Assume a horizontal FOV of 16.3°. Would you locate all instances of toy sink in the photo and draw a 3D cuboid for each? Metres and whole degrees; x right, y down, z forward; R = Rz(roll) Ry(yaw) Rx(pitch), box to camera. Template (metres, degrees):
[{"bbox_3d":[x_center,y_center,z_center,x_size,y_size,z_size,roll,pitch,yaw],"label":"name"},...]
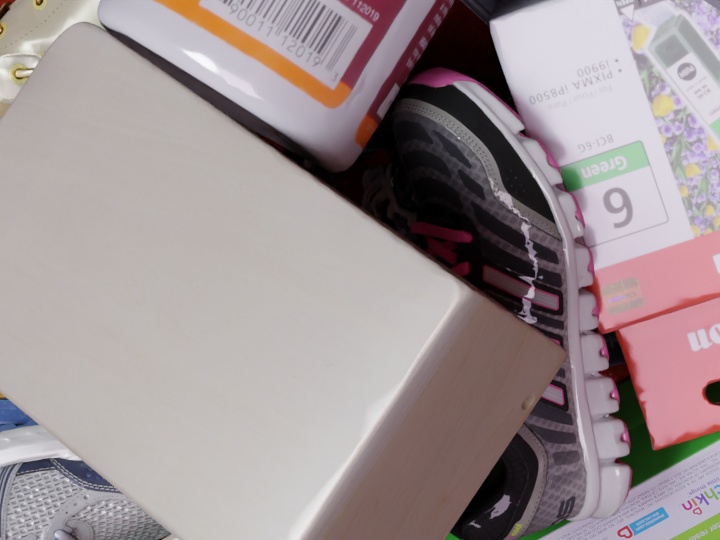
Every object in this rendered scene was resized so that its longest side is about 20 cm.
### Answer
[{"bbox_3d":[-0.047,0.021,0.929,0.200,0.112,0.131,34,92,27],"label":"toy sink"}]

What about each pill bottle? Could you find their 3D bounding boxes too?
[{"bbox_3d":[-0.001,-0.149,0.940,0.114,0.114,0.200,32,88,-14],"label":"pill bottle"}]

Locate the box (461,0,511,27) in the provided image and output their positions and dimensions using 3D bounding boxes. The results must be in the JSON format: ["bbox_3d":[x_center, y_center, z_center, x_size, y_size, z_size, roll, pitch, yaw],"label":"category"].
[{"bbox_3d":[0.140,-0.155,1.012,0.160,0.044,0.200,42,110,-17],"label":"box"}]

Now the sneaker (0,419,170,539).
[{"bbox_3d":[-0.162,0.119,0.989,0.199,0.085,0.077,-9,145,-10],"label":"sneaker"}]

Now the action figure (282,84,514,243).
[{"bbox_3d":[0.000,0.000,1.060,0.200,0.102,0.119,-41,91,22],"label":"action figure"}]

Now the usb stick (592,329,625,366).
[{"bbox_3d":[0.134,0.011,1.102,0.199,0.033,0.056,-14,122,8],"label":"usb stick"}]

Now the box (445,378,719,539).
[{"bbox_3d":[0.128,0.158,1.139,0.200,0.097,0.177,-31,112,16],"label":"box"}]

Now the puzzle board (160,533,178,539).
[{"bbox_3d":[-0.113,0.145,1.051,0.199,0.151,0.017,-30,83,3],"label":"puzzle board"}]

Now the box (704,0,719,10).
[{"bbox_3d":[0.183,-0.185,0.929,0.158,0.048,0.201,29,87,-17],"label":"box"}]

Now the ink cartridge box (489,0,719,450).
[{"bbox_3d":[0.134,-0.027,1.002,0.108,0.050,0.201,-18,102,10],"label":"ink cartridge box"}]

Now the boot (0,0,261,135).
[{"bbox_3d":[-0.120,-0.129,1.016,0.199,0.073,0.156,-2,117,1],"label":"boot"}]

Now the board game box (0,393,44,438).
[{"bbox_3d":[-0.170,0.085,1.047,0.199,0.035,0.136,4,143,-25],"label":"board game box"}]

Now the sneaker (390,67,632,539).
[{"bbox_3d":[0.042,0.022,0.989,0.087,0.074,0.201,-26,111,-25],"label":"sneaker"}]
